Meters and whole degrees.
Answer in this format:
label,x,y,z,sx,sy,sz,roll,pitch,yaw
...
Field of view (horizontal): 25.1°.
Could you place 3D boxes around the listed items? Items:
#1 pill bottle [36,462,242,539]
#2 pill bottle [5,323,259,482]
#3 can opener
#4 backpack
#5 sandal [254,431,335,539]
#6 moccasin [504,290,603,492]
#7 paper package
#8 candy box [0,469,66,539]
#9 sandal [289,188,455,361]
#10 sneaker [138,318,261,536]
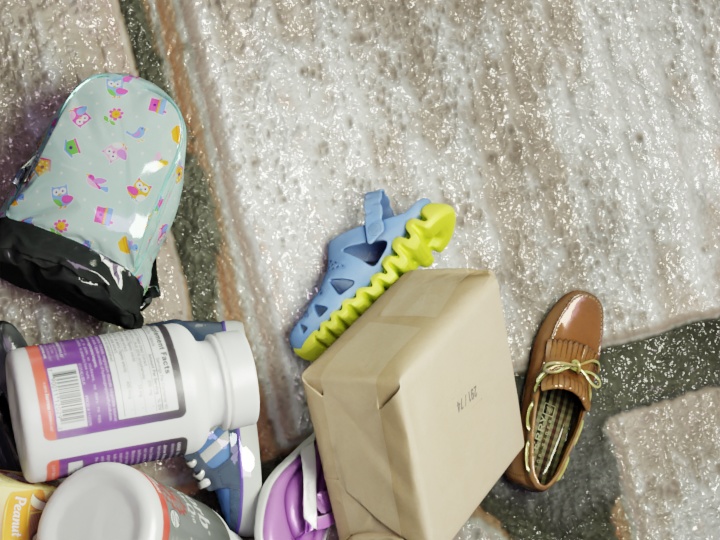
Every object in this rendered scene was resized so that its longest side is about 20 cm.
label,x,y,z,sx,sy,sz,roll,pitch,yaw
pill bottle,-0.174,0.240,1.357,0.115,0.200,0.117,-9,66,20
pill bottle,-0.190,0.106,1.352,0.198,0.111,0.113,-8,88,-18
can opener,-0.308,0.143,1.408,0.063,0.078,0.202,-19,100,-32
backpack,-0.224,-0.070,1.419,0.166,0.127,0.202,25,71,-7
sandal,-0.036,0.194,1.457,0.083,0.050,0.203,51,40,-17
moccasin,0.195,0.117,1.577,0.073,0.078,0.203,27,77,-15
paper package,0.055,0.126,1.447,0.200,0.102,0.193,-42,127,-49
candy box,-0.294,0.229,1.344,0.199,0.055,0.117,17,90,-52
sandal,0.000,0.000,1.531,0.087,0.080,0.200,38,78,24
sneaker,-0.167,0.145,1.456,0.145,0.081,0.203,-5,93,-8
